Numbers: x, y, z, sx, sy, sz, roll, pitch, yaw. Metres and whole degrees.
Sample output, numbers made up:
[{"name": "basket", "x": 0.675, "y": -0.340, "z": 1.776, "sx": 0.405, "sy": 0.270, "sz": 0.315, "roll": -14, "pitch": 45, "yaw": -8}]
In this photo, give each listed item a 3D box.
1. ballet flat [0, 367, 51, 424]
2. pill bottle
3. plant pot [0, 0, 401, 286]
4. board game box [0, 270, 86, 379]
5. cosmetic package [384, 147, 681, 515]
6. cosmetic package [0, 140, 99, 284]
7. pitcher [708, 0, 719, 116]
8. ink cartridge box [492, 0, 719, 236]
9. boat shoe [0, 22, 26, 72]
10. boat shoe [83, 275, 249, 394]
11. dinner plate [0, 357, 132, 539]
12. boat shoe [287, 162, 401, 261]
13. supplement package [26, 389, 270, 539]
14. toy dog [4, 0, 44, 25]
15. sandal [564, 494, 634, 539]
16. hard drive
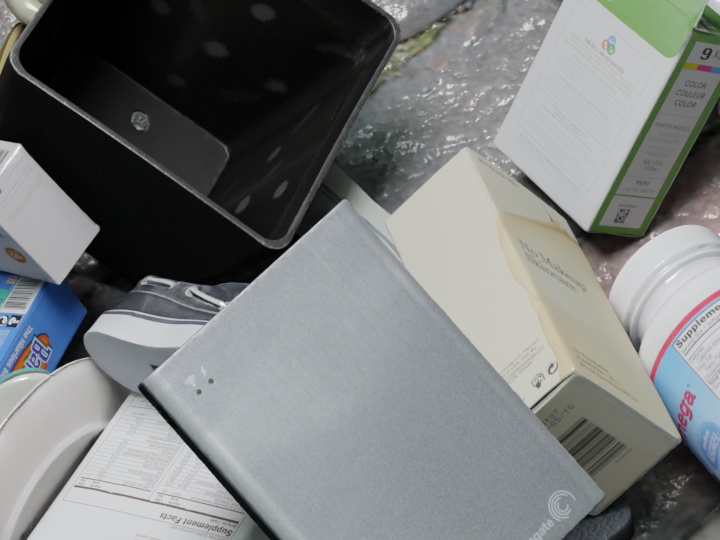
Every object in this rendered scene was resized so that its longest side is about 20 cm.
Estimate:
[{"name": "ballet flat", "x": -0.206, "y": 0.139, "z": 1.515, "sx": 0.069, "sy": 0.200, "sz": 0.070, "roll": 16, "pitch": 44, "yaw": -16}, {"name": "pill bottle", "x": 0.227, "y": 0.066, "z": 1.490, "sx": 0.108, "sy": 0.109, "sz": 0.200, "roll": -30, "pitch": 49, "yaw": -10}, {"name": "plant pot", "x": -0.127, "y": -0.103, "z": 1.653, "sx": 0.199, "sy": 0.177, "sz": 0.200, "roll": 35, "pitch": 54, "yaw": -11}, {"name": "board game box", "x": -0.287, "y": 0.069, "z": 1.647, "sx": 0.199, "sy": 0.045, "sz": 0.153, "roll": 2, "pitch": 51, "yaw": 36}, {"name": "cosmetic package", "x": 0.096, "y": 0.033, "z": 1.498, "sx": 0.073, "sy": 0.103, "sz": 0.201, "roll": -42, "pitch": 41, "yaw": 18}, {"name": "cosmetic package", "x": -0.256, "y": -0.045, "z": 1.647, "sx": 0.199, "sy": 0.083, "sz": 0.051, "roll": 11, "pitch": 62, "yaw": 49}, {"name": "pitcher", "x": 0.224, "y": -0.213, "z": 1.715, "sx": 0.171, "sy": 0.121, "sz": 0.200, "roll": -42, "pitch": 60, "yaw": -12}, {"name": "ink cartridge box", "x": 0.171, "y": -0.132, "z": 1.621, "sx": 0.059, "sy": 0.201, "sz": 0.104, "roll": 2, "pitch": 33, "yaw": -42}, {"name": "boat shoe", "x": -0.214, "y": -0.081, "z": 1.768, "sx": 0.067, "sy": 0.072, "sz": 0.201, "roll": -3, "pitch": 57, "yaw": 7}, {"name": "boat shoe", "x": -0.066, "y": 0.038, "z": 1.403, "sx": 0.199, "sy": 0.072, "sz": 0.068, "roll": 8, "pitch": 53, "yaw": 50}, {"name": "dinner plate", "x": -0.172, "y": 0.147, "z": 1.476, "sx": 0.024, "sy": 0.201, "sz": 0.201, "roll": 20, "pitch": 59, "yaw": 25}, {"name": "boat shoe", "x": -0.001, "y": -0.001, "z": 1.645, "sx": 0.071, "sy": 0.070, "sz": 0.201, "roll": -42, "pitch": 48, "yaw": -5}, {"name": "supplement package", "x": -0.075, "y": 0.170, "z": 1.441, "sx": 0.150, "sy": 0.152, "sz": 0.201, "roll": 7, "pitch": 52, "yaw": 41}, {"name": "toy dog", "x": -0.140, "y": -0.229, "z": 1.813, "sx": 0.198, "sy": 0.141, "sz": 0.194, "roll": 9, "pitch": 30, "yaw": 6}, {"name": "sandal", "x": 0.066, "y": 0.182, "z": 1.491, "sx": 0.199, "sy": 0.043, "sz": 0.076, "roll": -31, "pitch": 42, "yaw": 2}, {"name": "hard drive", "x": 0.007, "y": 0.086, "z": 1.300, "sx": 0.139, "sy": 0.033, "sz": 0.200, "roll": -42, "pitch": 91, "yaw": -15}]
